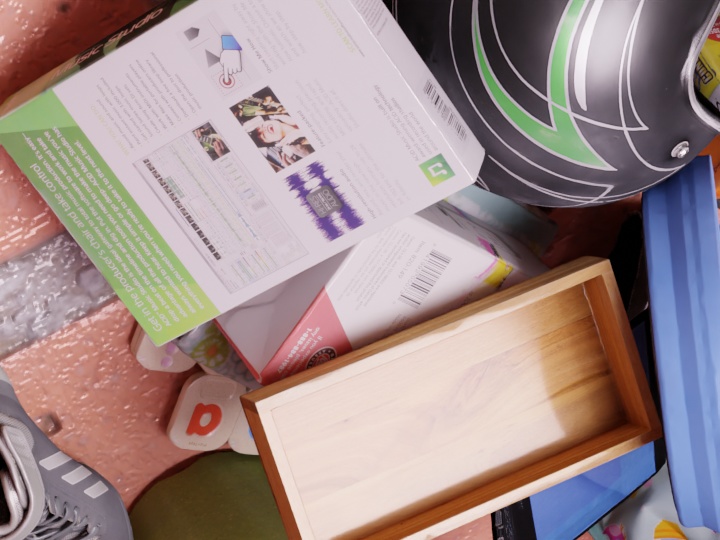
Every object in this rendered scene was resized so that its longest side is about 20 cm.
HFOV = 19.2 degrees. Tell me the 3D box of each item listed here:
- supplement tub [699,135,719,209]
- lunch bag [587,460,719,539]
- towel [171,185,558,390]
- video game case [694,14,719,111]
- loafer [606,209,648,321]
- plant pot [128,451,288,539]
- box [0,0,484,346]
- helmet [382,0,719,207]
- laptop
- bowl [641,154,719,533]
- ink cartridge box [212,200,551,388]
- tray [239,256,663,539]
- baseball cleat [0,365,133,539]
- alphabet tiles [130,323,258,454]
[{"bbox_3d":[0.273,-0.089,1.253,0.199,0.123,0.123,1,120,-32],"label":"supplement tub"},{"bbox_3d":[0.238,0.170,1.355,0.170,0.200,0.122,29,102,-41],"label":"lunch bag"},{"bbox_3d":[0.000,0.000,1.175,0.200,0.048,0.171,30,103,-41],"label":"towel"},{"bbox_3d":[0.258,-0.135,1.176,0.199,0.181,0.026,-10,148,-27],"label":"video game case"},{"bbox_3d":[0.144,0.042,1.304,0.071,0.073,0.200,22,102,-30],"label":"loafer"},{"bbox_3d":[-0.048,0.202,1.201,0.199,0.190,0.201,-16,128,-22],"label":"plant pot"},{"bbox_3d":[-0.061,-0.063,1.019,0.200,0.036,0.145,-27,110,24],"label":"box"},{"bbox_3d":[0.094,-0.128,1.067,0.199,0.200,0.191,-4,114,-31],"label":"helmet"},{"bbox_3d":[0.129,0.155,1.185,0.103,0.201,0.178,-7,143,6],"label":"laptop"},{"bbox_3d":[0.178,0.041,1.126,0.039,0.201,0.201,-6,130,10],"label":"bowl"},{"bbox_3d":[0.034,0.028,1.136,0.200,0.068,0.117,26,105,-41],"label":"ink cartridge box"},{"bbox_3d":[0.048,0.074,1.079,0.199,0.037,0.099,-22,100,-17],"label":"tray"},{"bbox_3d":[-0.179,0.125,1.121,0.070,0.107,0.200,-30,128,7],"label":"baseball cleat"},{"bbox_3d":[-0.030,0.018,1.205,0.199,0.015,0.196,7,113,-36],"label":"alphabet tiles"}]
